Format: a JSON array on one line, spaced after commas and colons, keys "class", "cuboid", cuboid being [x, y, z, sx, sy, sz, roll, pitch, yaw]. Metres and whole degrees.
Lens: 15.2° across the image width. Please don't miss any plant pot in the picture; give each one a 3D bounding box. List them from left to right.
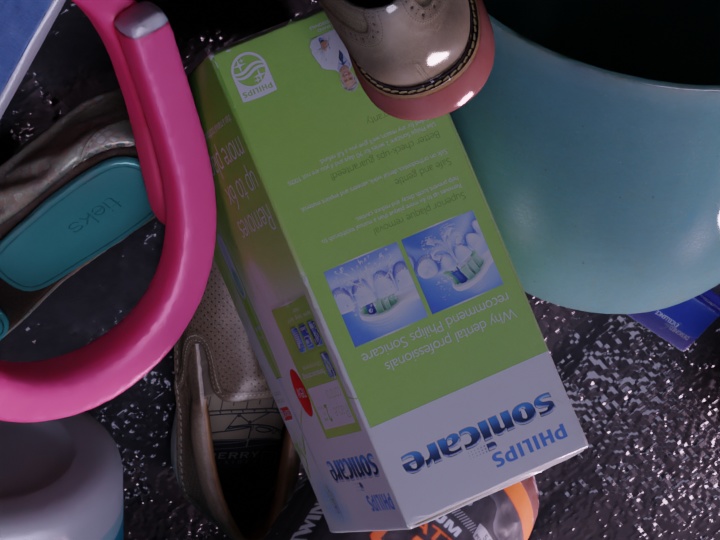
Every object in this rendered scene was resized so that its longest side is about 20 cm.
[{"class": "plant pot", "cuboid": [0.110, -0.080, 1.127, 0.200, 0.201, 0.161, -7, 136, -16]}]

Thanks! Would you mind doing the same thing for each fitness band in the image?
[{"class": "fitness band", "cuboid": [-0.129, -0.032, 1.053, 0.144, 0.037, 0.200, -29, 126, -22]}]

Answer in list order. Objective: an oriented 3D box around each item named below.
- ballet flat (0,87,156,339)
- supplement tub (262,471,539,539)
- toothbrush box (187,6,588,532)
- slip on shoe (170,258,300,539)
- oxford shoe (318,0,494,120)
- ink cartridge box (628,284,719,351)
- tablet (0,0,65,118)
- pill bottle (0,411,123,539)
[{"class": "ballet flat", "cuboid": [-0.161, -0.009, 1.156, 0.200, 0.062, 0.067, -31, 132, 11]}, {"class": "supplement tub", "cuboid": [0.013, 0.128, 1.232, 0.107, 0.200, 0.107, 21, 144, 16]}, {"class": "toothbrush box", "cuboid": [0.000, 0.000, 1.104, 0.086, 0.146, 0.200, -24, 90, -14]}, {"class": "slip on shoe", "cuboid": [-0.052, 0.036, 1.224, 0.076, 0.061, 0.200, -2, 124, -19]}, {"class": "oxford shoe", "cuboid": [-0.003, -0.153, 1.021, 0.070, 0.200, 0.075, -28, 147, 4]}, {"class": "ink cartridge box", "cuboid": [0.196, -0.042, 1.277, 0.099, 0.039, 0.200, 30, 110, -34]}, {"class": "tablet", "cuboid": [-0.198, -0.099, 1.080, 0.130, 0.014, 0.200, 30, 111, -6]}, {"class": "pill bottle", "cuboid": [-0.163, 0.162, 1.240, 0.111, 0.111, 0.200, -8, 125, -15]}]
